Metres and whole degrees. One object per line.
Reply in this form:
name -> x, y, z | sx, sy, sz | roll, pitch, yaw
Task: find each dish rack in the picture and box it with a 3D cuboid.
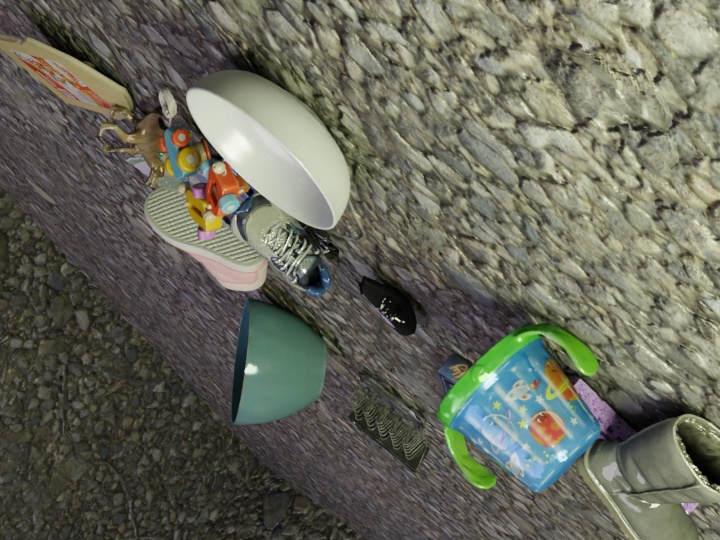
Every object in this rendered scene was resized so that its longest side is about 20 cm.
dish rack -> 0.044, 0.241, 2.144 | 0.153, 0.055, 0.200 | 36, 164, 17

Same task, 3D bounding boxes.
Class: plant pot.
plant pot -> -0.127, 0.152, 2.116 | 0.134, 0.202, 0.200 | 8, 170, -10

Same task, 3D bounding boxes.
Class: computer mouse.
computer mouse -> 0.000, 0.000, 1.606 | 0.200, 0.034, 0.059 | 46, -169, 0

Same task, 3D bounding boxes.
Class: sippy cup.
sippy cup -> 0.168, 0.147, 1.338 | 0.130, 0.139, 0.178 | 47, 161, 16

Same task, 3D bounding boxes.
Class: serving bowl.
serving bowl -> -0.082, -0.133, 1.341 | 0.200, 0.066, 0.200 | 37, 165, 12

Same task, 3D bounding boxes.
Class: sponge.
sponge -> 0.273, 0.190, 1.445 | 0.200, 0.030, 0.111 | 45, 164, -12

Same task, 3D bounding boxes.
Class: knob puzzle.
knob puzzle -> -0.381, -0.265, 1.789 | 0.218, 0.031, 0.220 | 26, 168, 6

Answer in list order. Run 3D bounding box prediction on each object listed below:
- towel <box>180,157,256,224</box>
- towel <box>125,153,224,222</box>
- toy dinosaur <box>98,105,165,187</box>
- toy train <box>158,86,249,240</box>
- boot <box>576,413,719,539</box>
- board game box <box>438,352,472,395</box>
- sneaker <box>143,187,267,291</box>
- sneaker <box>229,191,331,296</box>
towel -> -0.169, -0.093, 1.772 | 0.147, 0.024, 0.200 | 45, 165, -16
towel -> -0.250, -0.107, 1.927 | 0.200, 0.031, 0.149 | 46, 166, -17
toy dinosaur -> -0.293, -0.186, 1.775 | 0.100, 0.059, 0.200 | 17, 154, -1
toy train -> -0.184, -0.126, 1.600 | 0.201, 0.055, 0.151 | 59, 151, 32
boot -> 0.319, 0.218, 1.307 | 0.182, 0.073, 0.200 | 42, 151, -9
board game box -> 0.173, 0.192, 1.704 | 0.135, 0.035, 0.200 | 35, 164, 25
sneaker -> -0.213, -0.035, 1.850 | 0.199, 0.076, 0.105 | 28, 158, 16
sneaker -> -0.087, -0.030, 1.634 | 0.085, 0.077, 0.200 | 41, 177, 34
